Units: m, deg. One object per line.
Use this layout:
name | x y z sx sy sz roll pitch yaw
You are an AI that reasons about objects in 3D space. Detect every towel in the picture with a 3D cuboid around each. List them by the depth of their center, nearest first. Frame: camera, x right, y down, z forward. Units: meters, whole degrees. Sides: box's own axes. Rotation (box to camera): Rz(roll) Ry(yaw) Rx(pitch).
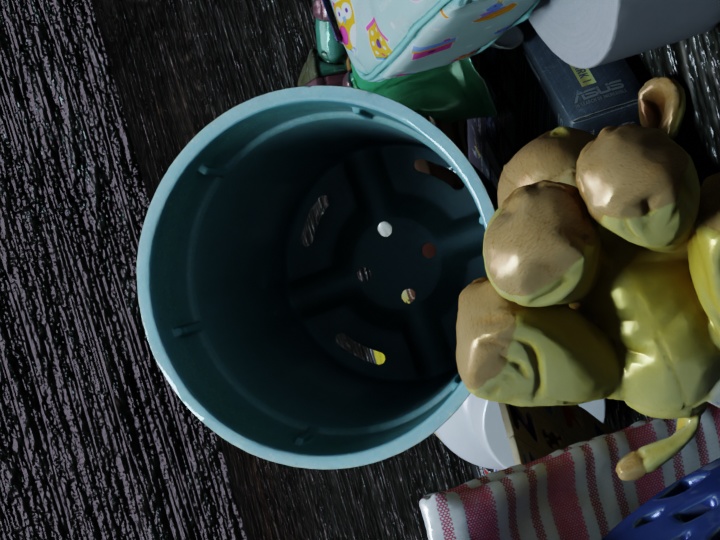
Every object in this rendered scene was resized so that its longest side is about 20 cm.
towel | 0.135 0.158 1.255 0.030 0.199 0.147 -28 79 63

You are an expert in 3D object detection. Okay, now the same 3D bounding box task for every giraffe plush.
giraffe plush | 0.132 -0.016 1.212 0.200 0.172 0.162 39 -159 -34

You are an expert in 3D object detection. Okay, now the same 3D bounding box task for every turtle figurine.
turtle figurine | 0.001 -0.130 1.701 0.150 0.100 0.201 151 105 -80

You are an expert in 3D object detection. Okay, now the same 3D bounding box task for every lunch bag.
lunch bag | 0.027 -0.188 1.190 0.161 0.077 0.200 71 160 6

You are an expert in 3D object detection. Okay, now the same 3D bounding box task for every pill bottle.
pill bottle | 0.083 0.061 1.556 0.200 0.112 0.112 -138 32 -67

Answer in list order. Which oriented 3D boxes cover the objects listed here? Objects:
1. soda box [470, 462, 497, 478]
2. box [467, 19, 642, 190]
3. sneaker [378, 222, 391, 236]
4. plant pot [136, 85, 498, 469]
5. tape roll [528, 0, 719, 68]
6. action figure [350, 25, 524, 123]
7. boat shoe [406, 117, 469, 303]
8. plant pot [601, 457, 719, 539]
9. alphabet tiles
soda box | 0.131 0.145 1.553 0.200 0.071 0.064 -141 34 -69
box | 0.109 -0.078 1.389 0.200 0.051 0.158 86 162 -50
sneaker | 0.053 -0.019 1.694 0.081 0.083 0.200 49 175 25
plant pot | 0.000 0.000 1.361 0.196 0.200 0.201 -10 -98 -77
tape roll | 0.111 -0.202 1.170 0.200 0.066 0.201 163 90 -78
action figure | 0.033 -0.125 1.384 0.200 0.055 0.119 154 103 -69
boat shoe | 0.034 -0.068 1.542 0.076 0.072 0.201 -35 51 49
plant pot | 0.182 0.206 1.143 0.200 0.179 0.201 -158 52 -74
alphabet tiles | 0.140 0.143 1.358 0.200 0.006 0.167 36 -149 -45
